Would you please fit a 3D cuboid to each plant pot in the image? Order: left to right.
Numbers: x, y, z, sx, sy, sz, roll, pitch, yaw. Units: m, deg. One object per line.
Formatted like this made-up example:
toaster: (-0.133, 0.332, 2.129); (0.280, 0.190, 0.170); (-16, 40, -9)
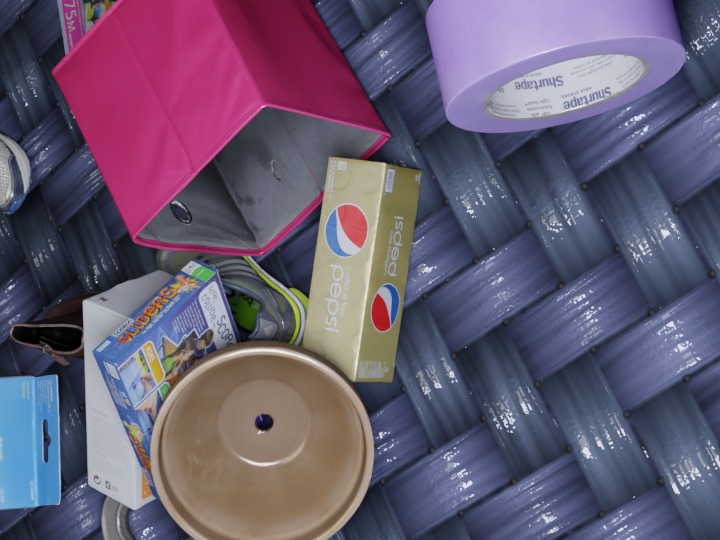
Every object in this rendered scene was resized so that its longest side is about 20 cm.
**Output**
plant pot: (-0.089, 0.152, 1.443); (0.199, 0.093, 0.203); (-1, 105, -3)

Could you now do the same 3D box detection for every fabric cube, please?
fabric cube: (-0.132, -0.155, 1.488); (0.200, 0.196, 0.200); (-41, 65, 26)

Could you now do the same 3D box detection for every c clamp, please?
c clamp: (-0.199, 0.243, 1.609); (0.200, 0.027, 0.172); (42, 110, 31)

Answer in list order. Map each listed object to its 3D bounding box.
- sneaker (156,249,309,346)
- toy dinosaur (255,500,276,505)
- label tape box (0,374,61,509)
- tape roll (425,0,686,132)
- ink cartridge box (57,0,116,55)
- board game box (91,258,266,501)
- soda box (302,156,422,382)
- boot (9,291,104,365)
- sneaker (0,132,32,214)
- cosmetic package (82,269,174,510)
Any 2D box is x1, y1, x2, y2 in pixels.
sneaker: (-0.133, 0.016, 1.545); (0.199, 0.081, 0.074); (27, 102, 34)
toy dinosaur: (-0.082, 0.292, 1.487); (0.201, 0.102, 0.077); (64, 149, 5)
label tape box: (-0.420, 0.192, 1.747); (0.199, 0.066, 0.145); (-8, 82, 36)
tape roll: (0.157, -0.186, 1.282); (0.199, 0.199, 0.086); (-20, 76, 33)
ink cartridge box: (-0.235, -0.280, 1.668); (0.199, 0.042, 0.120); (-18, 77, 32)
board game box: (-0.162, 0.107, 1.466); (0.034, 0.135, 0.201); (23, 143, 34)
soda box: (0.000, 0.000, 1.463); (0.067, 0.064, 0.202); (10, 91, 35)
boot: (-0.292, 0.056, 1.603); (0.199, 0.166, 0.073); (6, 90, 35)
sneaker: (-0.443, -0.139, 1.776); (0.077, 0.085, 0.200); (-50, 62, 22)
cosmetic package: (-0.204, 0.113, 1.516); (0.071, 0.101, 0.202); (20, 119, 35)
